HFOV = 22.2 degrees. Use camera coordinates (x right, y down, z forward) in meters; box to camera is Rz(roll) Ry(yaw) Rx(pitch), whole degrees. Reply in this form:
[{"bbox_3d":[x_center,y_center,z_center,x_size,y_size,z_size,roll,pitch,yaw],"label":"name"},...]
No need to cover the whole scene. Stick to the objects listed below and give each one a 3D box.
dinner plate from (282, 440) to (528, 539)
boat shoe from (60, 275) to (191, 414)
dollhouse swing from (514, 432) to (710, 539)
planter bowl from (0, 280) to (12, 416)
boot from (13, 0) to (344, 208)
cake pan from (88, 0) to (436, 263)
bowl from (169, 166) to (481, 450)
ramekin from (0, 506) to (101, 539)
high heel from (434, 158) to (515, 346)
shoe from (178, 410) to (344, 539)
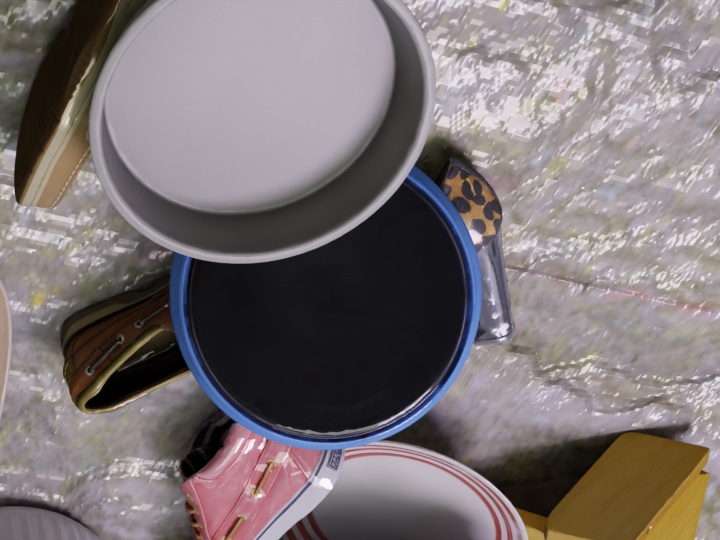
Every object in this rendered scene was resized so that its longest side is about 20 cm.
[{"bbox_3d":[0.031,0.192,1.399,0.200,0.024,0.200,10,133,11],"label":"dinner plate"},{"bbox_3d":[-0.105,0.035,1.217,0.200,0.068,0.072,-30,132,11],"label":"boat shoe"},{"bbox_3d":[0.155,0.218,1.489,0.182,0.176,0.200,-42,148,-36],"label":"dollhouse swing"},{"bbox_3d":[-0.317,0.080,1.133,0.135,0.200,0.200,14,133,8],"label":"planter bowl"},{"bbox_3d":[-0.107,-0.102,1.087,0.155,0.073,0.200,16,120,-30],"label":"boot"},{"bbox_3d":[-0.057,-0.095,1.038,0.200,0.037,0.200,-10,128,-12],"label":"cake pan"},{"bbox_3d":[-0.021,0.017,1.163,0.200,0.039,0.201,0,95,-4],"label":"bowl"},{"bbox_3d":[-0.263,0.266,1.364,0.200,0.105,0.200,-8,134,-8],"label":"ramekin"},{"bbox_3d":[0.000,0.000,1.228,0.200,0.071,0.143,-12,122,0],"label":"high heel"},{"bbox_3d":[-0.102,0.170,1.352,0.091,0.072,0.200,30,126,-18],"label":"shoe"}]
